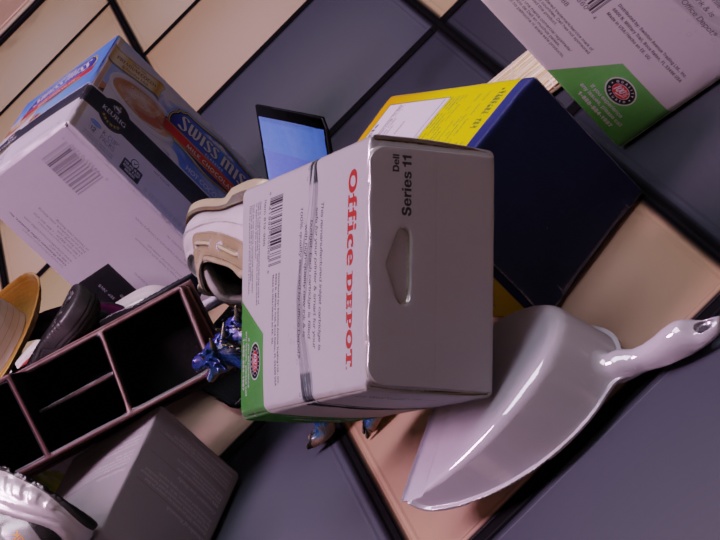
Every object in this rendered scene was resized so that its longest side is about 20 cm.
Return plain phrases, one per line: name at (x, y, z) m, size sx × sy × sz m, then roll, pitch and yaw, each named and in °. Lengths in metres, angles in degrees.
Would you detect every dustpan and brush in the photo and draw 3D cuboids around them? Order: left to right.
dustpan and brush at (0.118, 0.060, 1.397) m, size 0.200 × 0.057 × 0.140 m, roll -38°, pitch 20°, yaw 42°

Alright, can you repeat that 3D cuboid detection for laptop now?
laptop at (-0.084, -0.014, 1.888) m, size 0.200 × 0.103 × 0.177 m, roll -49°, pitch 18°, yaw -8°

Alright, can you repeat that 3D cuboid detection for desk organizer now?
desk organizer at (-0.193, 0.084, 1.720) m, size 0.199 × 0.072 × 0.077 m, roll -28°, pitch -2°, yaw 4°

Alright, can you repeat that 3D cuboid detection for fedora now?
fedora at (-0.330, 0.066, 1.916) m, size 0.201 × 0.082 × 0.201 m, roll -43°, pitch 20°, yaw 20°

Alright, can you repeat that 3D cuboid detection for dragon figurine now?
dragon figurine at (-0.026, 0.057, 1.616) m, size 0.200 × 0.099 × 0.059 m, roll -15°, pitch 35°, yaw 49°

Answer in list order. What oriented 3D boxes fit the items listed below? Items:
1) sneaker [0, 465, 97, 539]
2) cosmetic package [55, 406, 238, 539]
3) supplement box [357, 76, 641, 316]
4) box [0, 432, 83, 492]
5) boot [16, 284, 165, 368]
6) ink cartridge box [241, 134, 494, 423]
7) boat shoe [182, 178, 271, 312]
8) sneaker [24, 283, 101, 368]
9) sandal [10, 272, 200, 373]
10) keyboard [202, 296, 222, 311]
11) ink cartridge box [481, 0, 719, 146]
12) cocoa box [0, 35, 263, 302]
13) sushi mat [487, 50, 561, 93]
sneaker at (-0.265, 0.158, 1.620) m, size 0.199 × 0.074 × 0.080 m, roll 18°, pitch 72°, yaw 36°
cosmetic package at (-0.169, 0.198, 1.665) m, size 0.107 × 0.090 × 0.200 m, roll -29°, pitch 28°, yaw 40°
supplement box at (0.068, -0.044, 1.613) m, size 0.109 × 0.110 × 0.200 m, roll -51°, pitch 20°, yaw -16°
box at (-0.247, 0.150, 1.877) m, size 0.060 × 0.117 × 0.200 m, roll -54°, pitch 21°, yaw -20°
boot at (-0.231, 0.105, 2.018) m, size 0.200 × 0.072 × 0.145 m, roll -31°, pitch 25°, yaw 28°
ink cartridge box at (0.001, 0.010, 1.469) m, size 0.200 × 0.083 × 0.148 m, roll 164°, pitch 109°, yaw -66°
boat shoe at (-0.088, -0.010, 1.754) m, size 0.200 × 0.074 × 0.069 m, roll 143°, pitch 146°, yaw -71°
sneaker at (-0.195, 0.083, 1.846) m, size 0.060 × 0.104 × 0.200 m, roll -64°, pitch 8°, yaw -32°
sandal at (-0.216, 0.042, 1.952) m, size 0.200 × 0.048 × 0.075 m, roll -28°, pitch 3°, yaw 7°
keyboard at (-0.176, 0.056, 1.900) m, size 0.199 × 0.011 × 0.056 m, roll -26°, pitch -1°, yaw 35°
ink cartridge box at (0.199, -0.198, 1.594) m, size 0.200 × 0.146 × 0.084 m, roll -34°, pitch 20°, yaw 29°
cocoa box at (-0.193, -0.065, 2.074) m, size 0.133 × 0.200 × 0.131 m, roll -31°, pitch 23°, yaw 37°
sushi mat at (0.084, -0.110, 1.866) m, size 0.200 × 0.012 × 0.096 m, roll -39°, pitch 19°, yaw 22°
